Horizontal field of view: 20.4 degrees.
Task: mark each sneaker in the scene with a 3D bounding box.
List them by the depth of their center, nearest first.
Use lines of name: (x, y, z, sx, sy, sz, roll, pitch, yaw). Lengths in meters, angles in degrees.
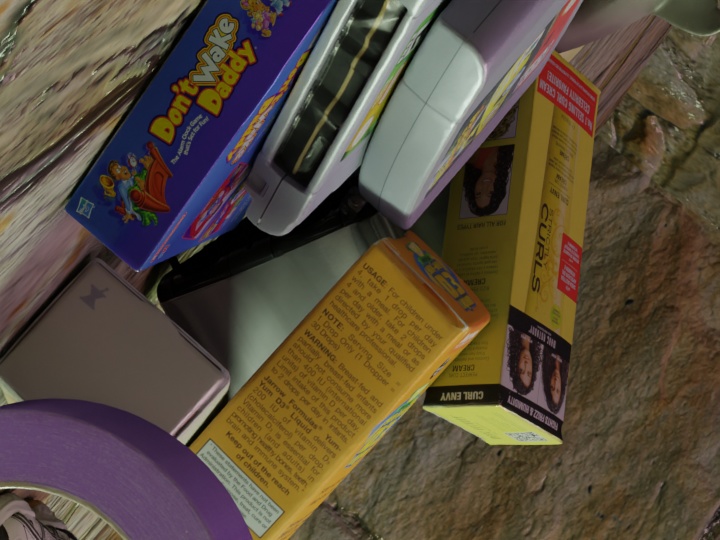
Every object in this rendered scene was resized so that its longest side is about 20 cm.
sneaker: (-0.197, 0.188, 1.210, 0.076, 0.088, 0.200, -50, 173, 4)

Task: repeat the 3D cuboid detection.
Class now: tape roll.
tape roll: (-0.144, 0.160, 0.895, 0.201, 0.200, 0.066, -52, 174, 5)

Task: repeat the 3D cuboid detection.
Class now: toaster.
toaster: (0.000, 0.000, 1.141, 0.180, 0.119, 0.200, -22, -170, 36)

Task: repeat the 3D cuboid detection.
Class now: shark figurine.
shark figurine: (0.165, -0.169, 1.023, 0.127, 0.090, 0.215, -13, 153, -32)

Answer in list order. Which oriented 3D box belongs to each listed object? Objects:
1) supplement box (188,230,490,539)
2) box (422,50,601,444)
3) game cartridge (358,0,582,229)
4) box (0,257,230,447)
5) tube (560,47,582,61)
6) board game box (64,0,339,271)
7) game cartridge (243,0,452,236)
supplement box: (-0.026, 0.074, 0.991, 0.200, 0.069, 0.067, -50, 172, 14)
box: (0.081, -0.014, 1.050, 0.075, 0.050, 0.202, 32, 60, -50)
game cartridge: (0.055, -0.094, 0.926, 0.133, 0.041, 0.200, -46, 173, -20)
box: (-0.126, 0.074, 1.042, 0.078, 0.095, 0.200, -47, 172, -14)
tube: (0.126, -0.159, 1.172, 0.200, 0.058, 0.052, -46, 160, 29)
board game box: (-0.038, -0.099, 0.894, 0.200, 0.045, 0.134, -53, 174, 16)
game cartridge: (0.021, -0.112, 0.885, 0.134, 0.040, 0.200, -52, 176, -42)
